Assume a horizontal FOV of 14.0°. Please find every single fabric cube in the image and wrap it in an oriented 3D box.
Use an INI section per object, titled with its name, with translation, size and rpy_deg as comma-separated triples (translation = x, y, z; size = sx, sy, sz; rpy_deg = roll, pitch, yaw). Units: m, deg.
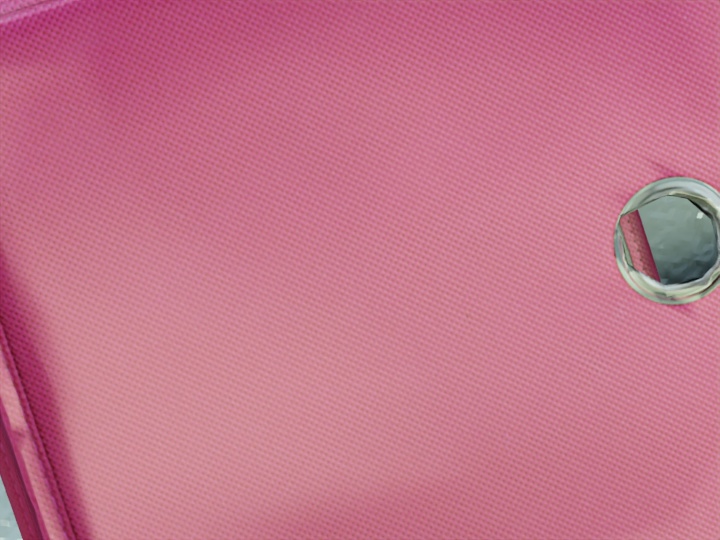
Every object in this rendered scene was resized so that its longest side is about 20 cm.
[fabric cube]
translation = 0.000, 0.000, 0.725
size = 0.199, 0.200, 0.197
rpy_deg = -18, 99, -10
